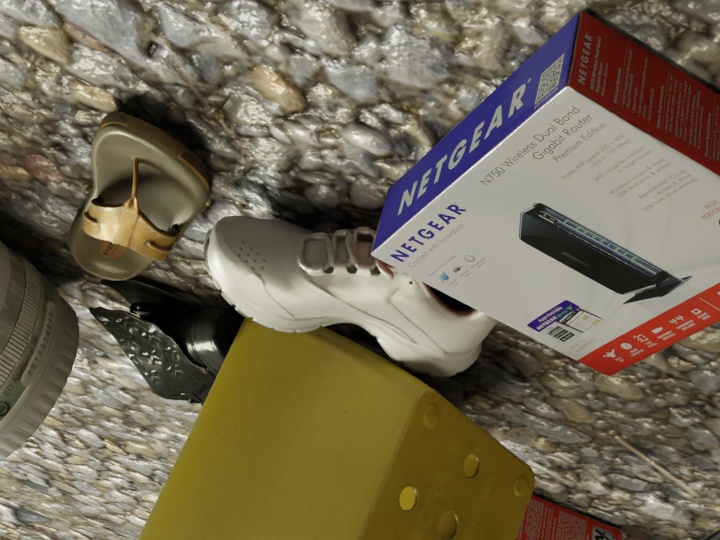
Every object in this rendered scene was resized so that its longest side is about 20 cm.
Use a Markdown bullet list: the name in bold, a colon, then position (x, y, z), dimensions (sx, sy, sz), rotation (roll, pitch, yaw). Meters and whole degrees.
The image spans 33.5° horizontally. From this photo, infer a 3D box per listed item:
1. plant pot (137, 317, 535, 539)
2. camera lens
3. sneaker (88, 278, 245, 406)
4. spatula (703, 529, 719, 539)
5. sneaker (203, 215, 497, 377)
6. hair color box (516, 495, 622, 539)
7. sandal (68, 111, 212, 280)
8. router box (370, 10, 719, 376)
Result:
- **plant pot**: position (0.001, 0.163, 0.831), dimensions (0.175, 0.202, 0.200), rotation (2, 150, 48)
- **camera lens**: position (-0.319, 0.031, 0.844), dimensions (0.158, 0.162, 0.200), rotation (-12, 140, 38)
- **sneaker**: position (-0.116, 0.078, 0.929), dimensions (0.103, 0.061, 0.201), rotation (-6, 138, 30)
- **spatula**: position (0.316, 0.212, 0.976), dimensions (0.056, 0.021, 0.201), rotation (29, 151, 3)
- **sneaker**: position (0.000, 0.000, 0.747), dimensions (0.197, 0.076, 0.087), rotation (15, 145, -16)
- **hair color box**: position (0.121, 0.241, 1.074), dimensions (0.197, 0.065, 0.111), rotation (24, 147, -11)
- **sandal**: position (-0.150, -0.031, 0.770), dimensions (0.079, 0.055, 0.200), rotation (24, 148, -13)
- **router box**: position (0.128, -0.028, 0.652), dimensions (0.177, 0.050, 0.200), rotation (26, 148, -16)
